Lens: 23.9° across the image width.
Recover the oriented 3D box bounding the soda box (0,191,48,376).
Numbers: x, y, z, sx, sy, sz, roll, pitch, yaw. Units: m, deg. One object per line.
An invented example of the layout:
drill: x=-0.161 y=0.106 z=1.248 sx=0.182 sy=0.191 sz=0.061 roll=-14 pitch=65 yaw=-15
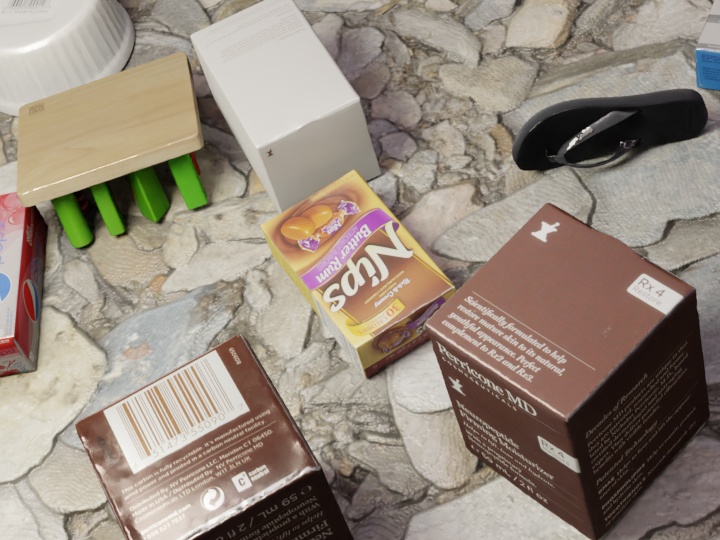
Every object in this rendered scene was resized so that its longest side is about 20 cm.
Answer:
soda box: x=-0.374 y=0.013 z=1.778 sx=0.070 sy=0.064 sz=0.201 roll=-11 pitch=51 yaw=8

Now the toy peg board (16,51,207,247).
toy peg board: x=-0.261 y=-0.124 z=1.851 sx=0.199 sy=0.098 sz=0.199 roll=-18 pitch=34 yaw=1

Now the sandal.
sandal: x=0.249 y=-0.138 z=1.705 sx=0.199 sy=0.076 sz=0.043 roll=-13 pitch=48 yaw=6

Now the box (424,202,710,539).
box: x=0.183 y=0.088 z=1.465 sx=0.164 sy=0.200 sz=0.166 roll=-43 pitch=53 yaw=-18

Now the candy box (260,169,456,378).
candy box: x=0.000 y=0.000 z=1.683 sx=0.116 sy=0.057 sz=0.200 roll=-31 pitch=52 yaw=-10

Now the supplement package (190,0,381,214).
supplement package: x=-0.079 y=-0.175 z=1.803 sx=0.121 sy=0.120 sz=0.200 roll=-25 pitch=50 yaw=-6

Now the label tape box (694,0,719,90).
label tape box: x=0.443 y=-0.269 z=1.760 sx=0.144 sy=0.063 sz=0.200 roll=12 pitch=57 yaw=24

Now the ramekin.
ramekin: x=-0.374 y=-0.285 z=1.992 sx=0.200 sy=0.098 sz=0.201 roll=-8 pitch=51 yaw=10

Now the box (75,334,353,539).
box: x=-0.115 y=0.199 z=1.453 sx=0.166 sy=0.200 sz=0.164 roll=-29 pitch=50 yaw=-7
